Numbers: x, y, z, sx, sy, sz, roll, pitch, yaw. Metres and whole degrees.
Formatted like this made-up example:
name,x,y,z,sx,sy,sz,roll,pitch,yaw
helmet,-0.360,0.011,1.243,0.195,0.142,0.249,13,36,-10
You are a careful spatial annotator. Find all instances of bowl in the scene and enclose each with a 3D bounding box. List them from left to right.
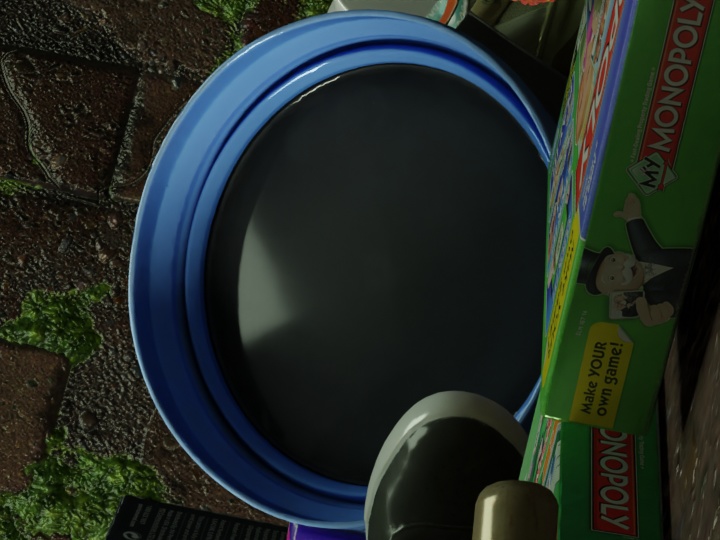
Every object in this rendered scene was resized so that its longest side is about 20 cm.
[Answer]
name,x,y,z,sx,sy,sz,roll,pitch,yaw
bowl,0.000,0.000,0.811,0.039,0.200,0.202,10,-90,-59

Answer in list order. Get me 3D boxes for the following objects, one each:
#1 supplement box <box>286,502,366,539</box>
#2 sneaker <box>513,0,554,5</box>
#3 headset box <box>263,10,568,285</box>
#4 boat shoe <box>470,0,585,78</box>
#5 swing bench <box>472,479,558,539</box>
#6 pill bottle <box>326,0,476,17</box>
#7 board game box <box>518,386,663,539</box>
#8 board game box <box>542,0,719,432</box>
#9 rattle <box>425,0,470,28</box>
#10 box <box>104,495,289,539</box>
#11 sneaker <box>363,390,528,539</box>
name,x,y,z,sx,sy,sz,roll,pitch,yaw
supplement box,0.006,0.189,0.885,0.101,0.103,0.201,-80,2,-74
sneaker,0.040,-0.121,0.517,0.077,0.073,0.200,-57,-1,-10
headset box,0.028,-0.012,0.946,0.149,0.077,0.200,-51,-12,-17
boat shoe,0.087,-0.157,1.032,0.073,0.063,0.201,98,-175,-49
swing bench,-0.013,0.162,0.415,0.199,0.129,0.201,101,157,-78
pill bottle,0.039,-0.105,1.136,0.200,0.111,0.112,75,-157,-59
board game box,0.050,0.126,0.590,0.135,0.029,0.201,-78,-2,-59
board game box,0.079,-0.079,0.521,0.135,0.029,0.201,-77,-3,-60
rattle,0.077,-0.191,0.926,0.130,0.142,0.201,104,162,-71
box,-0.050,0.241,1.054,0.124,0.196,0.201,-81,1,-74
sneaker,0.032,0.146,0.744,0.099,0.070,0.201,-85,0,-59
